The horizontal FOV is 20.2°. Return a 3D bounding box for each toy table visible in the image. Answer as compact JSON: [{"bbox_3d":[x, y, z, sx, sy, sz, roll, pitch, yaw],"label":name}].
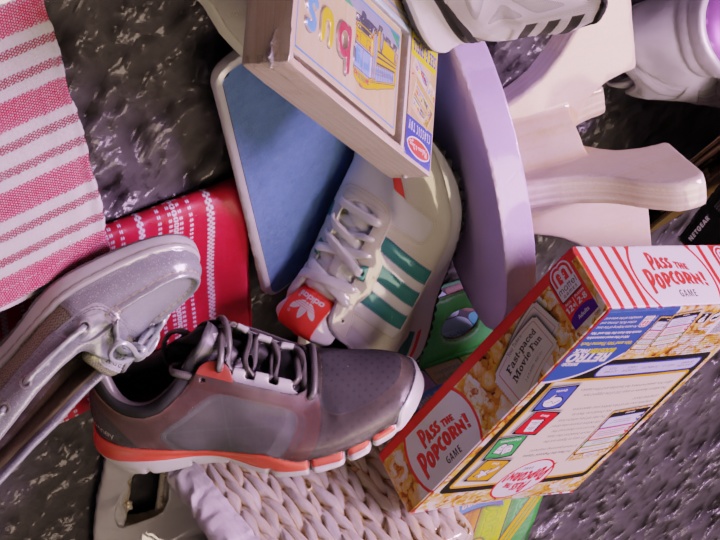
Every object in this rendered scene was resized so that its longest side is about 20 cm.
[{"bbox_3d":[0.109,-0.070,1.180,0.116,0.184,0.201,-17,132,-12],"label":"toy table"}]

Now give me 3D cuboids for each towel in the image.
[{"bbox_3d":[-0.151,0.031,1.172,0.199,0.023,0.145,-23,141,-23],"label":"towel"},{"bbox_3d":[-0.210,-0.051,1.018,0.146,0.030,0.201,-28,138,-19],"label":"towel"}]

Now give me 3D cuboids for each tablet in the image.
[{"bbox_3d":[-0.022,-0.081,1.161,0.130,0.014,0.201,-38,147,-20],"label":"tablet"}]

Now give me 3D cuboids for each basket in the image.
[{"bbox_3d":[-0.053,0.185,1.279,0.160,0.200,0.199,-19,141,-30],"label":"basket"}]

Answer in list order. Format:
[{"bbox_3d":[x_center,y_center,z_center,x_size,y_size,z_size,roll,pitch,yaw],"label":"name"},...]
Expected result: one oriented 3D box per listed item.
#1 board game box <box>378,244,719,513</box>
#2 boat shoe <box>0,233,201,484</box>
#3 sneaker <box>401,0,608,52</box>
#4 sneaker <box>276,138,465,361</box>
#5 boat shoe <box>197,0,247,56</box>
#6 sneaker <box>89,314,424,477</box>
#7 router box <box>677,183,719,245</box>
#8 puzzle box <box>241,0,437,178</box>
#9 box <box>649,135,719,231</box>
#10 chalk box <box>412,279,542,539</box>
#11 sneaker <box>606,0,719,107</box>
[{"bbox_3d":[0.125,0.065,1.196,0.151,0.046,0.200,-1,141,-44],"label":"board game box"},{"bbox_3d":[-0.163,0.056,1.102,0.201,0.065,0.074,-36,162,-1],"label":"boat shoe"},{"bbox_3d":[0.064,-0.175,0.995,0.114,0.076,0.201,-2,159,21],"label":"sneaker"},{"bbox_3d":[0.000,0.000,1.193,0.093,0.070,0.201,-30,146,-34],"label":"sneaker"},{"bbox_3d":[-0.065,-0.173,0.992,0.072,0.061,0.202,-7,149,22],"label":"boat shoe"},{"bbox_3d":[-0.064,0.066,1.158,0.198,0.077,0.082,-9,129,5],"label":"sneaker"},{"bbox_3d":[0.304,-0.085,1.261,0.149,0.051,0.200,-20,153,-46],"label":"router box"},{"bbox_3d":[-0.004,-0.135,1.015,0.200,0.025,0.134,30,62,-66],"label":"puzzle box"},{"bbox_3d":[0.285,-0.097,1.364,0.199,0.021,0.164,-30,172,-24],"label":"box"},{"bbox_3d":[0.055,0.095,1.344,0.124,0.124,0.201,-17,140,-30],"label":"chalk box"},{"bbox_3d":[0.209,-0.143,1.288,0.099,0.076,0.200,-7,173,24],"label":"sneaker"}]
